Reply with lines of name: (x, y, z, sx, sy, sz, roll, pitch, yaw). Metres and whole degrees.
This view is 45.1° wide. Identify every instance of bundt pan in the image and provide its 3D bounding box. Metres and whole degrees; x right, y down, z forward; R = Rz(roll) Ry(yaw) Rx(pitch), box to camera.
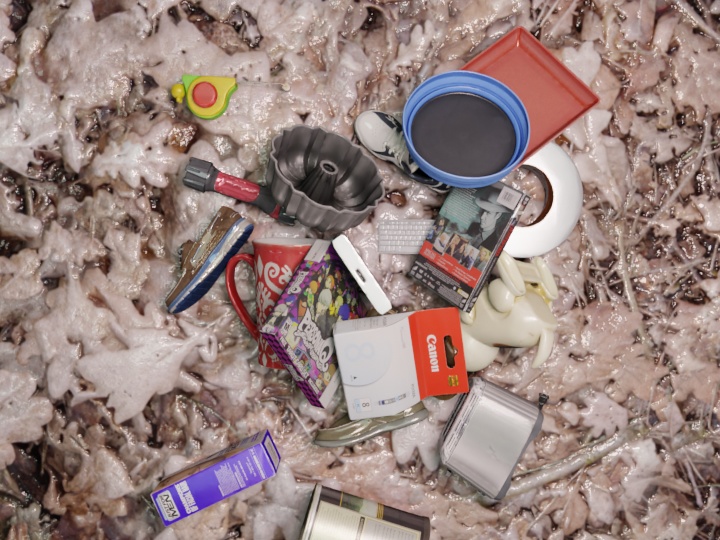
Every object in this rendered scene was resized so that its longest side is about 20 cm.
bundt pan: (-0.063, -0.139, 1.391, 0.200, 0.203, 0.076, 30, 131, -2)

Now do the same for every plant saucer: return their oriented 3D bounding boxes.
plant saucer: (0.250, -0.275, 1.410, 0.199, 0.037, 0.200, -37, 69, -9)

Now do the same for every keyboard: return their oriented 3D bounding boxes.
keyboard: (0.121, -0.055, 1.431, 0.197, 0.011, 0.057, 2, 90, 25)

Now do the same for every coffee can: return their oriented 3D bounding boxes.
coffee can: (0.000, 0.448, 1.419, 0.197, 0.146, 0.148, 17, 92, -1)

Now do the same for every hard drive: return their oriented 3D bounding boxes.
hard drive: (0.000, 0.000, 1.374, 0.026, 0.200, 0.133, -34, 94, 0)

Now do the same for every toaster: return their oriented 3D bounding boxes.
toaster: (0.213, 0.265, 1.432, 0.128, 0.114, 0.202, 27, 96, 1)

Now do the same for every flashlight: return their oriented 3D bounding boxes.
flashlight: (-0.193, -0.134, 1.433, 0.197, 0.068, 0.068, 19, 126, -6)

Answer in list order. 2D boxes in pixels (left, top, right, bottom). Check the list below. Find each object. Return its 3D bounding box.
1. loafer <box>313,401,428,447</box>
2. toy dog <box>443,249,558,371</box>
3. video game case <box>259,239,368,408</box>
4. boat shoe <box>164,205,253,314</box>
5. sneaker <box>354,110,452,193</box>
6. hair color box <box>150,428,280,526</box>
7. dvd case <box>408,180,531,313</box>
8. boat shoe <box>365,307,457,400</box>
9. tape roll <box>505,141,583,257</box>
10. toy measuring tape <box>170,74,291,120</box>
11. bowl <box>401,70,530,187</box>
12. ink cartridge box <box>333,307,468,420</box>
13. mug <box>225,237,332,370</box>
loafer: (0.013, 0.246, 1.457, 0.197, 0.075, 0.071, -17, 80, -5)
toy dog: (0.221, 0.088, 1.407, 0.200, 0.139, 0.196, -39, 67, 37)
video game case: (-0.063, 0.086, 1.359, 0.035, 0.201, 0.182, 8, 53, 33)
boat shoe: (-0.264, -0.019, 1.445, 0.072, 0.072, 0.200, 40, 89, 10)
sneaker: (0.078, -0.198, 1.405, 0.199, 0.130, 0.080, 41, 90, -2)
hair color box: (-0.235, 0.339, 1.432, 0.198, 0.109, 0.065, -27, 92, 0)
dvd case: (0.167, -0.052, 1.361, 0.022, 0.146, 0.202, 19, 100, -42)
boat shoe: (0.084, 0.135, 1.449, 0.074, 0.066, 0.200, -43, 96, 9)
tape roll: (0.264, -0.123, 1.442, 0.197, 0.066, 0.204, 0, 93, -1)
toy measuring tape: (-0.215, -0.281, 1.431, 0.197, 0.074, 0.075, 4, 92, 0)
bowl: (0.161, -0.217, 1.340, 0.197, 0.040, 0.203, 1, 64, -3)
ink cartridge box: (0.066, 0.148, 1.366, 0.197, 0.047, 0.162, -7, 115, 6)
mug: (-0.126, 0.050, 1.433, 0.132, 0.176, 0.203, -5, 98, -42)
